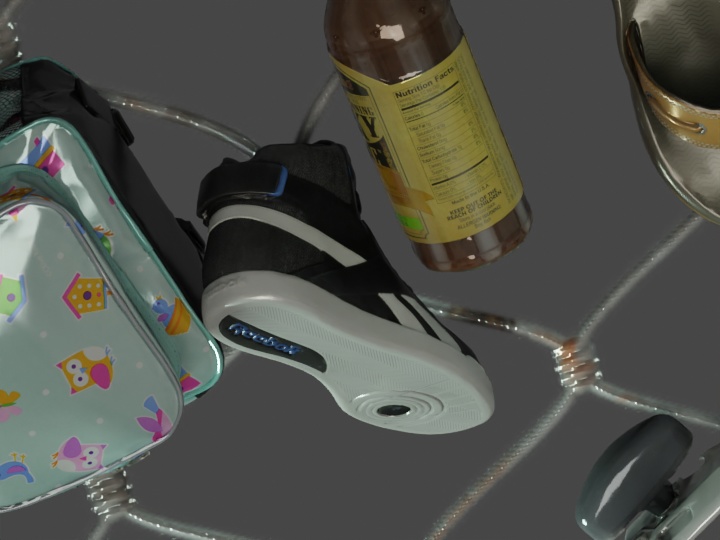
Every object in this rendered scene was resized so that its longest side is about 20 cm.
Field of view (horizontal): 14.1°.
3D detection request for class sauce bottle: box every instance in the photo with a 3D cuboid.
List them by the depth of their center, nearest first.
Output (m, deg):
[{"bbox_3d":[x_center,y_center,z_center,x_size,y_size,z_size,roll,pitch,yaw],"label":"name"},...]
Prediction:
[{"bbox_3d":[0.022,-0.095,1.368,0.065,0.065,0.200,-21,116,3],"label":"sauce bottle"}]

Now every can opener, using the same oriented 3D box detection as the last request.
[{"bbox_3d":[0.192,0.072,1.465,0.067,0.053,0.200,38,102,-19],"label":"can opener"}]

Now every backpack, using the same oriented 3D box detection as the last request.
[{"bbox_3d":[-0.181,0.027,1.359,0.200,0.153,0.176,-26,118,12],"label":"backpack"}]

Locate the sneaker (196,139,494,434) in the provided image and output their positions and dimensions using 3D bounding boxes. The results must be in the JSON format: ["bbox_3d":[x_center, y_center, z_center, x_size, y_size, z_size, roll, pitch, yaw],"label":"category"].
[{"bbox_3d":[0.000,0.000,1.408,0.073,0.112,0.200,-18,149,30],"label":"sneaker"}]

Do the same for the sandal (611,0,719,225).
[{"bbox_3d":[0.167,-0.101,1.392,0.081,0.055,0.201,-19,112,2],"label":"sandal"}]
